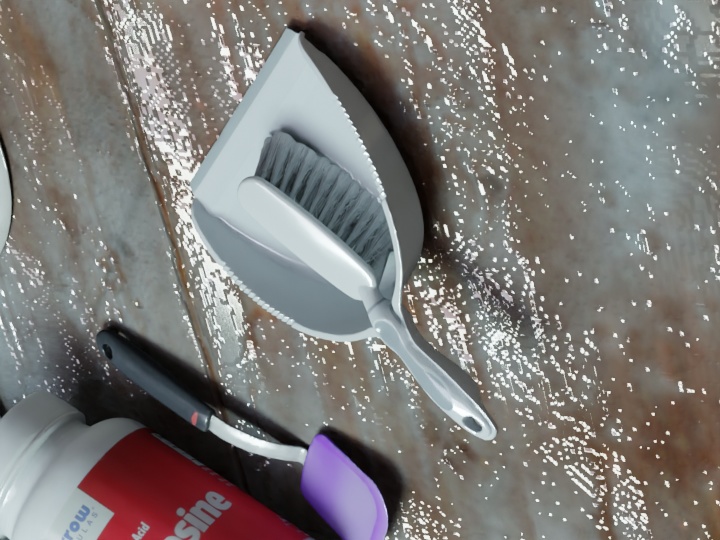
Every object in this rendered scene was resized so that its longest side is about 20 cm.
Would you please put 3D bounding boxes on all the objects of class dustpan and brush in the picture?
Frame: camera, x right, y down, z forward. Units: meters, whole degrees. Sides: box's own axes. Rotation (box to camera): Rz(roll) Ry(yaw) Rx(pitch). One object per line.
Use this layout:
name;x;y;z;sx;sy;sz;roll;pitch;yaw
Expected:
dustpan and brush;0.000;0.000;1.044;0.200;0.057;0.140;41;135;4

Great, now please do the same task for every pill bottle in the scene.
pill bottle;-0.117;0.153;1.200;0.200;0.112;0.112;32;134;13

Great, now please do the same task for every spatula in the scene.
spatula;-0.065;0.087;1.180;0.200;0.021;0.057;31;135;16

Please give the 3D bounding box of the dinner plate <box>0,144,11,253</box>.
dinner plate;-0.281;-0.070;1.227;0.200;0.024;0.200;18;128;25

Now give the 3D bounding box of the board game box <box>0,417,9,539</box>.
board game box;-0.266;0.182;1.266;0.043;0.200;0.199;-1;118;44
